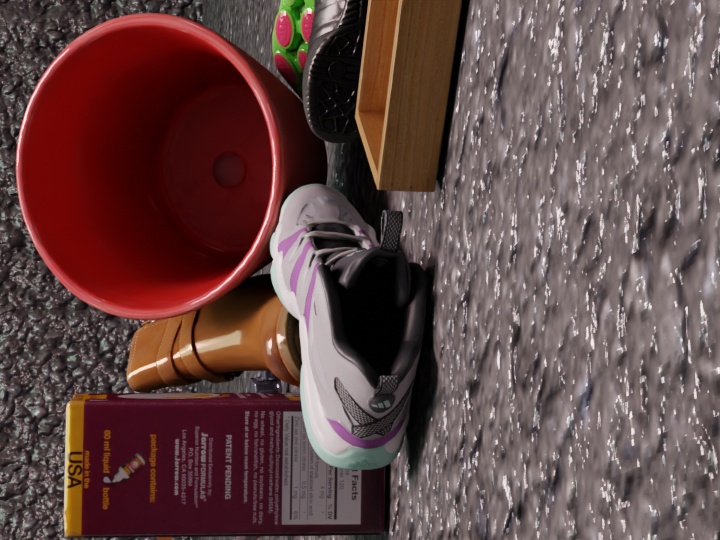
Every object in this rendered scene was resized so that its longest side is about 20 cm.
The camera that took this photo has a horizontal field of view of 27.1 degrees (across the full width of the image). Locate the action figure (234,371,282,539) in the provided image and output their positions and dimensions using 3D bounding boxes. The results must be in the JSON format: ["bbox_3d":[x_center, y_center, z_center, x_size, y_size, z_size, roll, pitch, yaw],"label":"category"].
[{"bbox_3d":[-0.116,0.168,1.426,0.193,0.104,0.201,-165,75,-70],"label":"action figure"}]

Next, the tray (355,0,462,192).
[{"bbox_3d":[0.030,-0.155,0.807,0.099,0.037,0.201,-104,20,-60],"label":"tray"}]

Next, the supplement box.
[{"bbox_3d":[-0.090,0.124,0.969,0.110,0.199,0.086,169,101,-81],"label":"supplement box"}]

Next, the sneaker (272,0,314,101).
[{"bbox_3d":[-0.021,-0.207,1.059,0.084,0.076,0.201,-32,-55,-45],"label":"sneaker"}]

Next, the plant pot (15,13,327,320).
[{"bbox_3d":[-0.117,-0.072,1.056,0.177,0.199,0.202,-13,-74,-73],"label":"plant pot"}]

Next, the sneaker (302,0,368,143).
[{"bbox_3d":[-0.002,-0.190,0.946,0.104,0.060,0.201,-110,29,-63],"label":"sneaker"}]

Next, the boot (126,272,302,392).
[{"bbox_3d":[-0.091,0.047,1.023,0.200,0.154,0.077,-82,-24,-72],"label":"boot"}]

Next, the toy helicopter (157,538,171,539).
[{"bbox_3d":[-0.321,0.401,2.678,0.133,0.078,0.201,-91,20,-56],"label":"toy helicopter"}]

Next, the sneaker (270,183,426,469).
[{"bbox_3d":[0.000,0.000,0.868,0.140,0.077,0.201,107,153,-52],"label":"sneaker"}]
